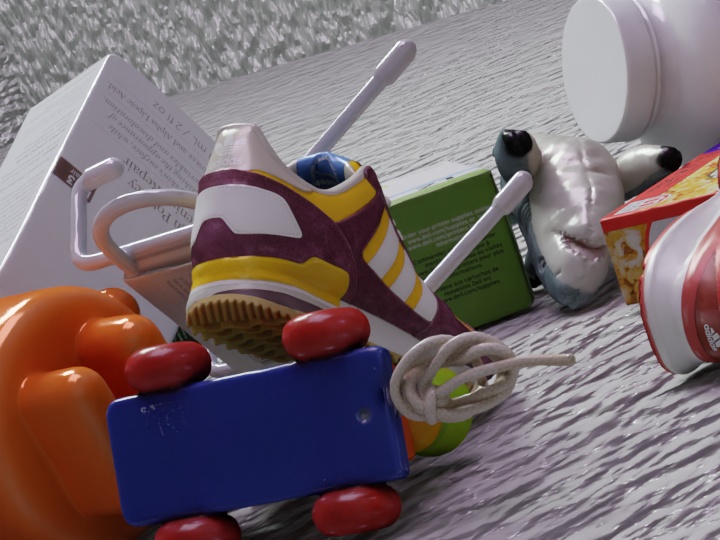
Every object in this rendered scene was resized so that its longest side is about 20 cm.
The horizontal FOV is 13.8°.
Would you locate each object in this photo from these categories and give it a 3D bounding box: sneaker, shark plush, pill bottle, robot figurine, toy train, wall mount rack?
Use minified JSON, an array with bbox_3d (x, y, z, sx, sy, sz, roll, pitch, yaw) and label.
[{"bbox_3d":[0.000,0.000,1.249,0.075,0.090,0.200,-4,-16,28],"label":"sneaker"},{"bbox_3d":[0.085,-0.029,1.522,0.091,0.083,0.200,5,3,-22],"label":"shark plush"},{"bbox_3d":[0.211,-0.116,1.567,0.200,0.113,0.112,-7,3,-21],"label":"pill bottle"},{"bbox_3d":[0.204,-0.027,1.229,0.115,0.078,0.200,0,42,36],"label":"sneaker"},{"bbox_3d":[-0.154,0.070,1.276,0.200,0.144,0.117,-11,-26,43],"label":"robot figurine"},{"bbox_3d":[0.013,0.056,1.159,0.200,0.085,0.116,-13,-5,25],"label":"toy train"},{"bbox_3d":[-0.025,-0.018,1.322,0.174,0.075,0.200,-17,-34,23],"label":"wall mount rack"}]

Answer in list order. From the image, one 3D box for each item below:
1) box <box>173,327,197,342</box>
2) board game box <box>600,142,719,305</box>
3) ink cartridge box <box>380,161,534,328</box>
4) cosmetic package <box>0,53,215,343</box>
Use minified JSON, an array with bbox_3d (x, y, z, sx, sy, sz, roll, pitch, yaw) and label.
[{"bbox_3d":[-0.202,0.043,1.548,0.148,0.104,0.200,-22,5,38],"label":"box"},{"bbox_3d":[0.234,-0.043,1.391,0.200,0.046,0.151,-13,10,32],"label":"board game box"},{"bbox_3d":[-0.010,-0.001,1.559,0.148,0.076,0.200,-20,9,-9],"label":"ink cartridge box"},{"bbox_3d":[-0.138,-0.002,1.463,0.074,0.102,0.200,-32,27,37],"label":"cosmetic package"}]
